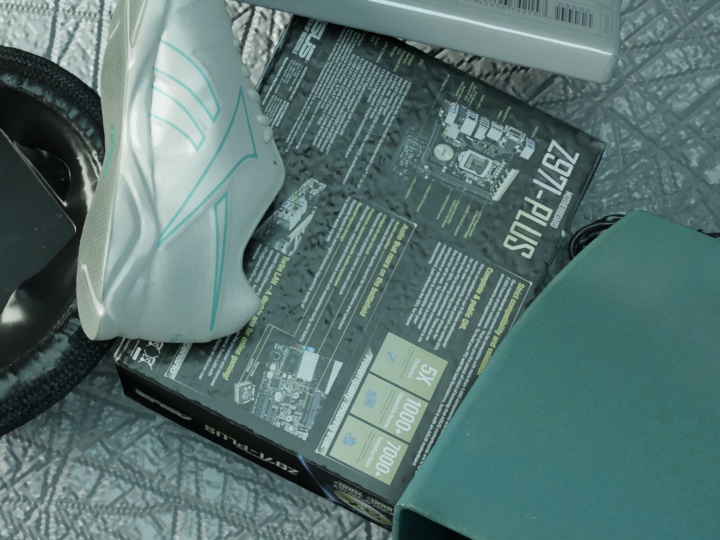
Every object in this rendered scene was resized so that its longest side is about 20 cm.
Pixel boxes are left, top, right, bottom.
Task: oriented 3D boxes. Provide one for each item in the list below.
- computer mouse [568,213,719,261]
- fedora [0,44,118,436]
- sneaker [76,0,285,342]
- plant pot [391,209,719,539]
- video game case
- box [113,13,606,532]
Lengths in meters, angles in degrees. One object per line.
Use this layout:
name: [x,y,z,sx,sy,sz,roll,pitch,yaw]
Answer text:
computer mouse: [0.174,0.070,0.889,0.139,0.046,0.202,-1,66,3]
fedora: [-0.192,-0.004,0.850,0.198,0.092,0.203,2,74,-7]
sneaker: [-0.074,-0.065,0.804,0.079,0.070,0.202,8,83,-19]
plant pot: [0.116,0.084,0.787,0.140,0.142,0.201,22,56,14]
video game case: [0.032,-0.173,0.900,0.198,0.023,0.183,12,44,-2]
box: [0.000,0.000,0.868,0.163,0.086,0.201,25,76,2]
